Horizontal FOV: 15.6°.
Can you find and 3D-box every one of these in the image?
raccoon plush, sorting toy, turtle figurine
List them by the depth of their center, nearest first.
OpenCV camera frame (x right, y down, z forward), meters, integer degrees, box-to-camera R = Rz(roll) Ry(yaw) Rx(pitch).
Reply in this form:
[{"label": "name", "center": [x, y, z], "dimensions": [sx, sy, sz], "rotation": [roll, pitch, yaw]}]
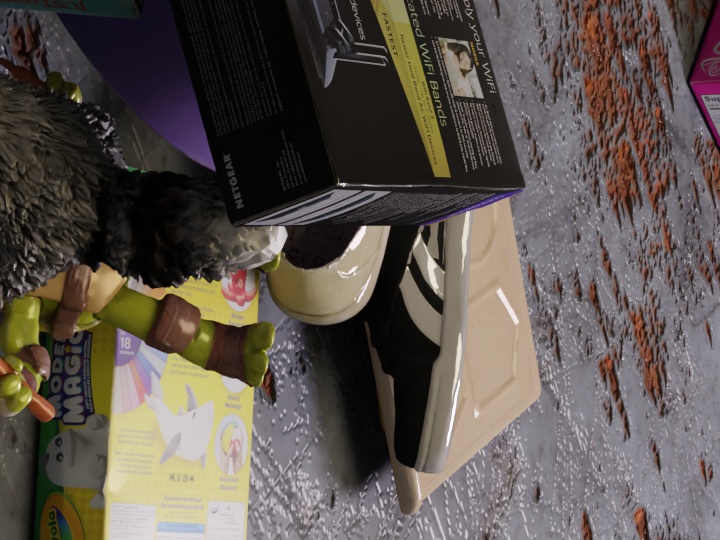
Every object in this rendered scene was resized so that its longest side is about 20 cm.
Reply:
[{"label": "raccoon plush", "center": [-0.137, -0.061, 1.013], "dimensions": [0.134, 0.200, 0.097], "rotation": [55, 34, -53]}, {"label": "turtle figurine", "center": [-0.119, 0.010, 1.134], "dimensions": [0.161, 0.064, 0.200], "rotation": [10, 60, -15]}, {"label": "sorting toy", "center": [0.043, 0.016, 1.482], "dimensions": [0.200, 0.036, 0.186], "rotation": [-39, 123, -58]}]

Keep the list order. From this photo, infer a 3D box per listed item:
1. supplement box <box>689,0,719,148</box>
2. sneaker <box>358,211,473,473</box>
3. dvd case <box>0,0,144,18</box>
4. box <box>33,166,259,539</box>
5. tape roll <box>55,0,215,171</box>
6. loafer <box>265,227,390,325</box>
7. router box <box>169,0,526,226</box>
[{"label": "supplement box", "center": [0.323, -0.106, 1.884], "dimensions": [0.200, 0.103, 0.101], "rotation": [59, 43, -42]}, {"label": "sneaker", "center": [0.000, 0.000, 1.339], "dimensions": [0.073, 0.112, 0.201], "rotation": [82, 12, -84]}, {"label": "dvd case", "center": [-0.136, -0.199, 1.072], "dimensions": [0.022, 0.146, 0.200], "rotation": [59, 39, -65]}, {"label": "box", "center": [-0.098, 0.056, 1.226], "dimensions": [0.117, 0.048, 0.201], "rotation": [13, 80, -58]}, {"label": "tape roll", "center": [-0.064, -0.146, 1.166], "dimensions": [0.200, 0.085, 0.200], "rotation": [45, 24, -27]}, {"label": "loafer", "center": [-0.004, -0.074, 1.275], "dimensions": [0.068, 0.075, 0.201], "rotation": [77, 21, -84]}, {"label": "router box", "center": [-0.016, -0.118, 1.033], "dimensions": [0.157, 0.052, 0.200], "rotation": [-1, 74, -60]}]
